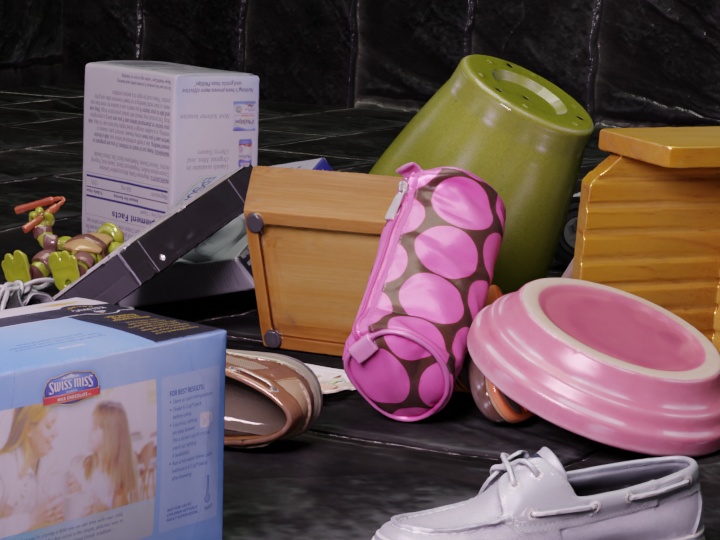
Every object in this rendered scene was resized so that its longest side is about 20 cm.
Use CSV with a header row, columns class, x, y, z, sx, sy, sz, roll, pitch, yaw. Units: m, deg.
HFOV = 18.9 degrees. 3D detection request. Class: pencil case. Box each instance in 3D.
class,x,y,z,sx,sy,sz,roll,pitch,yaw
pencil case,0.044,0.012,1.594,0.091,0.094,0.200,-25,32,33

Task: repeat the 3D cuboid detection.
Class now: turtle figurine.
class,x,y,z,sx,sy,sz,roll,pitch,yaw
turtle figurine,-0.274,-0.016,2.068,0.200,0.065,0.161,14,21,20

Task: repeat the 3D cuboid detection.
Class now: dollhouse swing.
class,x,y,z,sx,sy,sz,roll,pitch,yaw
dollhouse swing,0.278,0.010,1.606,0.181,0.200,0.176,-2,18,-22

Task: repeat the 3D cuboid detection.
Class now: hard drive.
class,x,y,z,sx,sy,sz,roll,pitch,yaw
hard drive,-0.177,-0.012,1.800,0.140,0.038,0.200,-34,4,40

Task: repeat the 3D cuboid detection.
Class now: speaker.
class,x,y,z,sx,sy,sz,roll,pitch,yaw
speaker,0.263,-0.052,2.331,0.081,0.081,0.200,5,10,21

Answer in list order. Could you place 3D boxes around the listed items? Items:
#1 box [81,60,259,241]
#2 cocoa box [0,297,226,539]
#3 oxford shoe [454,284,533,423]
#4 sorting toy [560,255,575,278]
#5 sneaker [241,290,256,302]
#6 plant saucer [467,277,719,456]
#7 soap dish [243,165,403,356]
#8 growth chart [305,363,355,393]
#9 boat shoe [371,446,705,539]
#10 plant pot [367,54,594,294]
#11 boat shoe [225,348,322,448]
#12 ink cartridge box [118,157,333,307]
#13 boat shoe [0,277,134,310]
class,x,y,z,sx,sy,sz,roll,pitch,yaw
box,-0.198,-0.111,2.231,0.105,0.200,0.184,-4,11,-36
cocoa box,-0.185,0.097,1.180,0.131,0.134,0.200,10,12,38
oxford shoe,0.090,0.077,1.626,0.073,0.071,0.200,-30,13,10
sorting toy,0.250,0.005,1.747,0.185,0.200,0.037,-2,51,-22
sneaker,-0.052,0.007,1.980,0.112,0.073,0.200,-7,6,-16
plant saucer,0.177,0.061,1.528,0.200,0.051,0.201,16,21,-6
soap dish,0.000,0.000,1.774,0.200,0.158,0.081,6,27,26
growth chart,-0.093,0.086,1.618,0.200,0.018,0.145,-7,13,-43
boat shoe,0.100,0.132,1.204,0.201,0.072,0.070,-2,10,-20
plant pot,0.104,-0.075,1.877,0.200,0.193,0.200,24,23,-11
boat shoe,-0.128,0.082,1.473,0.200,0.076,0.072,2,11,10
ink cartridge box,-0.104,-0.039,1.982,0.200,0.041,0.200,-7,27,28
boat shoe,-0.263,0.041,1.704,0.199,0.068,0.074,7,11,32
